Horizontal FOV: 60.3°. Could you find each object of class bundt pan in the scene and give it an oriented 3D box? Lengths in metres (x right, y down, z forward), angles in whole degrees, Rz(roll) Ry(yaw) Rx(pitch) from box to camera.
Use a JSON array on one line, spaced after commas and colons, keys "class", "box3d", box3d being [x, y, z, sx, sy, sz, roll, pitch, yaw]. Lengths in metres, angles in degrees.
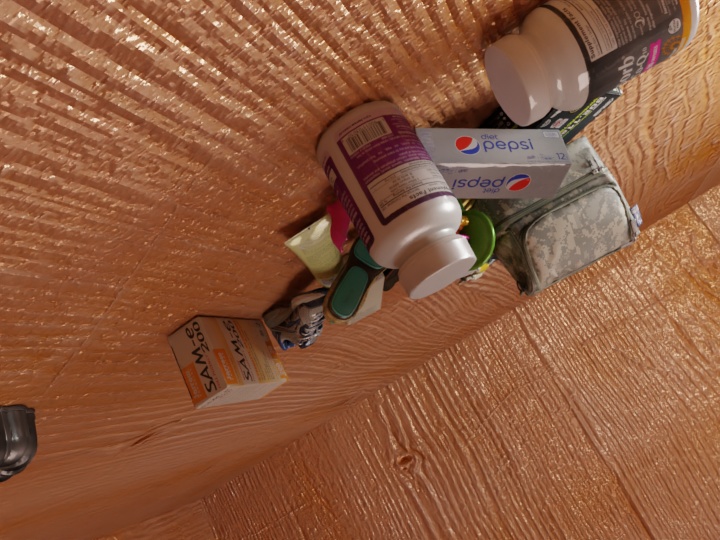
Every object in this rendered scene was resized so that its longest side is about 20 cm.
[{"class": "bundt pan", "box3d": [-0.576, 0.281, 0.917, 0.200, 0.076, 0.202, -27, 164, -8]}]

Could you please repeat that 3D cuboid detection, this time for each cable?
[{"class": "cable", "box3d": [0.325, -0.011, 1.592, 0.198, 0.051, 0.097, -17, 163, -33]}]

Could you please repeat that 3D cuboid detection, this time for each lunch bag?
[{"class": "lunch bag", "box3d": [0.285, -0.073, 0.909, 0.198, 0.169, 0.139, -27, 170, -6]}]

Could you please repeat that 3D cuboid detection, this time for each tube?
[{"class": "tube", "box3d": [-0.059, -0.027, 0.929, 0.051, 0.059, 0.200, 13, 164, 11]}]

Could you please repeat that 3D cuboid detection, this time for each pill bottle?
[{"class": "pill bottle", "box3d": [0.042, -0.075, 0.680, 0.111, 0.201, 0.112, -26, 163, -8]}, {"class": "pill bottle", "box3d": [0.243, -0.245, 0.667, 0.199, 0.117, 0.116, -29, 163, -1]}]

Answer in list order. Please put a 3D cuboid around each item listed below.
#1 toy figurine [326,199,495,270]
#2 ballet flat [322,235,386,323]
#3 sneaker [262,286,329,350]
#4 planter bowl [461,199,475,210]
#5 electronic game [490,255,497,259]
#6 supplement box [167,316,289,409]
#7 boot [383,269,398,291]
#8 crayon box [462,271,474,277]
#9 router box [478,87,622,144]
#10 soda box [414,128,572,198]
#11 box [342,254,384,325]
[{"class": "toy figurine", "box3d": [0.048, -0.057, 0.830, 0.183, 0.199, 0.152, 4, 100, -43]}, {"class": "ballet flat", "box3d": [0.000, 0.000, 0.975, 0.201, 0.070, 0.071, -58, 176, -24]}, {"class": "sneaker", "box3d": [-0.090, 0.086, 1.080, 0.077, 0.086, 0.199, -15, 169, -41]}, {"class": "planter bowl", "box3d": [0.228, -0.088, 1.049, 0.198, 0.084, 0.201, -19, 143, -15]}, {"class": "electronic game", "box3d": [0.260, -0.051, 1.226, 0.197, 0.042, 0.200, 1, -171, 0]}, {"class": "supplement box", "box3d": [-0.216, 0.151, 1.043, 0.073, 0.127, 0.200, -32, 164, 16]}, {"class": "boot", "box3d": [0.095, 0.001, 1.138, 0.200, 0.096, 0.075, 119, -7, -59]}, {"class": "crayon box", "box3d": [0.200, -0.019, 1.363, 0.199, 0.052, 0.126, -18, 160, -35]}, {"class": "router box", "box3d": [0.250, -0.207, 0.880, 0.149, 0.063, 0.200, -14, 157, -45]}, {"class": "soda box", "box3d": [0.162, -0.137, 0.800, 0.197, 0.064, 0.069, -2, 146, -9]}, {"class": "box", "box3d": [-0.008, 0.033, 1.142, 0.082, 0.069, 0.200, -26, 163, -11]}]
